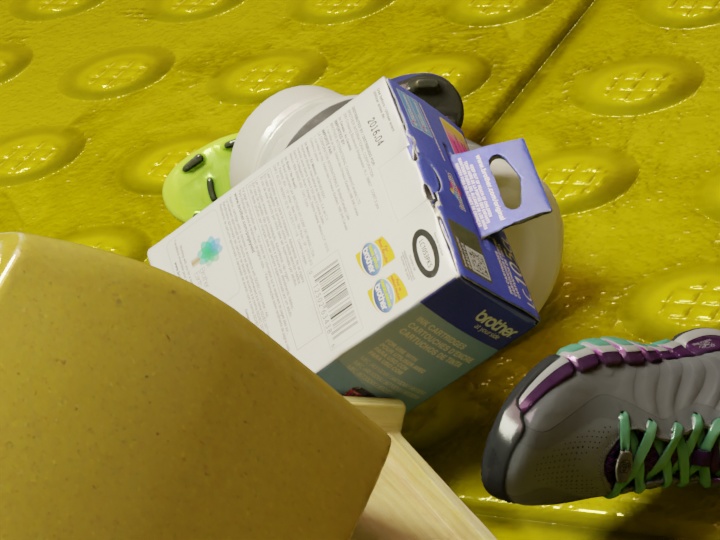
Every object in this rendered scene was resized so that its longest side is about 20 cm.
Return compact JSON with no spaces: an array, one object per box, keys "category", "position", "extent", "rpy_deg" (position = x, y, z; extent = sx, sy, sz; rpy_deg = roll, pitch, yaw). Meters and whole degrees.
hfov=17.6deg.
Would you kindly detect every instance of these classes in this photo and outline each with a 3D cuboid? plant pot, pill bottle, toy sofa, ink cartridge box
[{"category":"plant pot","position":[-0.144,0.093,0.977],"extent":[0.194,0.200,0.196],"rpy_deg":[-6,48,40]},{"category":"pill bottle","position":[0.015,-0.035,1.318],"extent":[0.113,0.113,0.200],"rpy_deg":[-27,31,-24]},{"category":"toy sofa","position":[0.012,0.140,1.060],"extent":[0.083,0.098,0.200],"rpy_deg":[2,21,-26]},{"category":"ink cartridge box","position":[0.000,0.000,1.168],"extent":[0.200,0.076,0.137],"rpy_deg":[-36,51,22]}]

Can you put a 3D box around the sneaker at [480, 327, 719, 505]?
[{"category":"sneaker","position":[0.145,0.074,1.080],"extent":[0.087,0.075,0.200],"rpy_deg":[27,28,37]}]

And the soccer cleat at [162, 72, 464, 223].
[{"category":"soccer cleat","position":[-0.028,-0.070,1.472],"extent":[0.200,0.065,0.084],"rpy_deg":[-21,0,-6]}]
